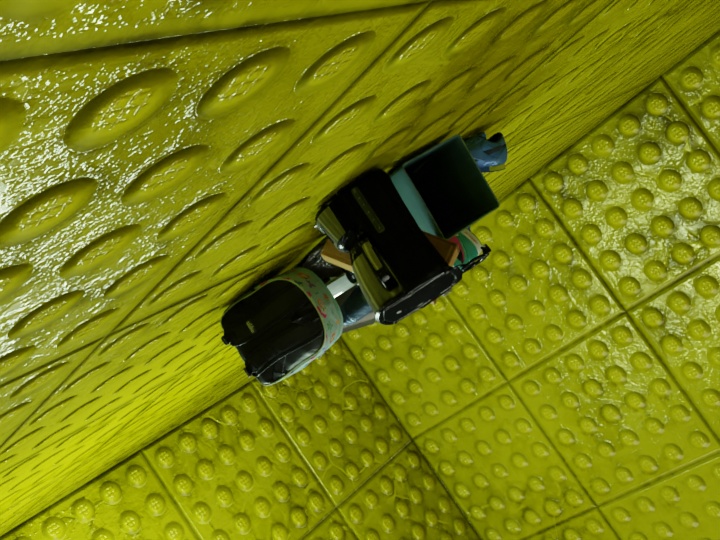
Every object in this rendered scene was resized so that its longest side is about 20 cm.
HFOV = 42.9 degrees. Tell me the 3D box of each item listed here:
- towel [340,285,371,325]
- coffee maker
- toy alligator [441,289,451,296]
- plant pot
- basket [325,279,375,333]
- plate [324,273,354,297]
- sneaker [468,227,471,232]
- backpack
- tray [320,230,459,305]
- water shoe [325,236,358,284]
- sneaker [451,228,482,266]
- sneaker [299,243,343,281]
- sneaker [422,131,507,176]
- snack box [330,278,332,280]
[{"bbox_3d":[0.044,0.023,1.669,0.200,0.049,0.112,-37,-174,33],"label":"towel"},{"bbox_3d":[0.057,-0.046,1.390,0.192,0.200,0.135,-25,161,-19],"label":"coffee maker"},{"bbox_3d":[0.079,0.023,1.742,0.200,0.054,0.059,-1,-129,40],"label":"toy alligator"},{"bbox_3d":[0.103,-0.114,1.575,0.141,0.142,0.200,-32,-178,-32],"label":"plant pot"},{"bbox_3d":[-0.094,0.094,2.133,0.200,0.180,0.136,-25,138,-24],"label":"basket"},{"bbox_3d":[0.000,0.000,1.812,0.199,0.032,0.200,-31,-177,36],"label":"plate"},{"bbox_3d":[0.202,-0.134,1.795,0.111,0.200,0.077,-38,-151,-29],"label":"sneaker"},{"bbox_3d":[-0.131,0.093,1.674,0.200,0.178,0.150,-36,177,34],"label":"backpack"},{"bbox_3d":[0.047,-0.029,1.464,0.099,0.200,0.037,-64,162,-13],"label":"tray"},{"bbox_3d":[-0.030,-0.040,1.607,0.079,0.072,0.200,-22,147,-18],"label":"water shoe"},{"bbox_3d":[0.124,-0.055,1.728,0.121,0.200,0.084,-56,-177,-33],"label":"sneaker"},{"bbox_3d":[-0.067,-0.021,1.778,0.200,0.070,0.076,-33,-165,49],"label":"sneaker"},{"bbox_3d":[0.189,-0.214,1.690,0.200,0.079,0.066,-14,-159,-33],"label":"sneaker"},{"bbox_3d":[0.025,-0.010,2.056,0.116,0.037,0.200,-32,-158,-30],"label":"snack box"}]
